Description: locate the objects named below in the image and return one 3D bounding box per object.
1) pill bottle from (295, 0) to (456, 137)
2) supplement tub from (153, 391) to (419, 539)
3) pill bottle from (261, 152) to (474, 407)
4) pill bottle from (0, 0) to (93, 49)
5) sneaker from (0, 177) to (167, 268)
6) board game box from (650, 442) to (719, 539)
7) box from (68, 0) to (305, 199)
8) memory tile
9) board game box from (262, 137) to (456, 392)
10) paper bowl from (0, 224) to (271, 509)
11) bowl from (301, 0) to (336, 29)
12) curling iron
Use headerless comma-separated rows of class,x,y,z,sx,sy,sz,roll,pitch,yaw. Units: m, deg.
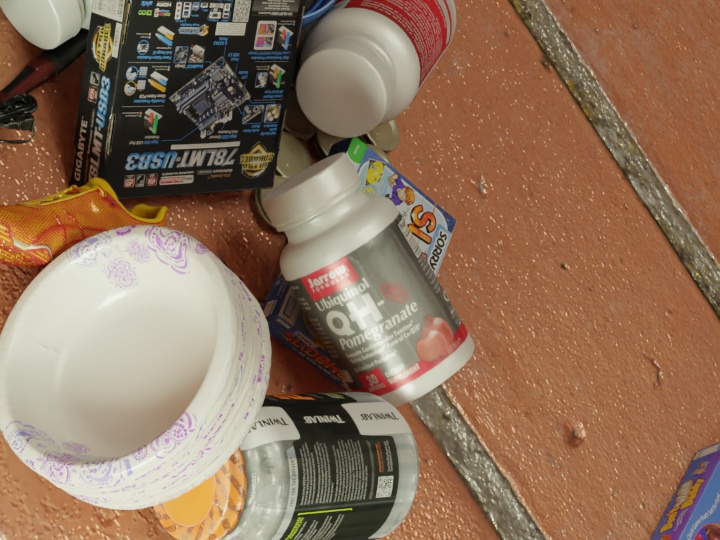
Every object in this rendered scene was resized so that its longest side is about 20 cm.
pill bottle,0.011,-0.200,1.798,0.112,0.112,0.200,51,32,-12
supplement tub,-0.060,0.158,1.548,0.199,0.122,0.123,2,67,-46
pill bottle,0.002,0.008,1.639,0.201,0.110,0.111,59,41,-10
pill bottle,-0.202,-0.267,1.623,0.200,0.112,0.113,-40,99,-30
sneaker,-0.230,-0.036,1.513,0.200,0.073,0.078,8,88,-54
board game box,0.359,0.281,1.965,0.135,0.045,0.200,52,41,-10
box,-0.138,-0.162,1.620,0.199,0.050,0.200,-7,114,-46
memory tile,-0.028,-0.095,1.802,0.153,0.017,0.201,32,48,-30
board game box,0.000,0.000,1.740,0.135,0.034,0.201,38,55,-25
paper bowl,-0.159,0.076,1.440,0.104,0.200,0.202,46,36,-55
bowl,-0.107,-0.292,1.766,0.200,0.039,0.202,11,57,-17
curling iron,-0.249,-0.158,1.599,0.049,0.026,0.200,21,39,11
